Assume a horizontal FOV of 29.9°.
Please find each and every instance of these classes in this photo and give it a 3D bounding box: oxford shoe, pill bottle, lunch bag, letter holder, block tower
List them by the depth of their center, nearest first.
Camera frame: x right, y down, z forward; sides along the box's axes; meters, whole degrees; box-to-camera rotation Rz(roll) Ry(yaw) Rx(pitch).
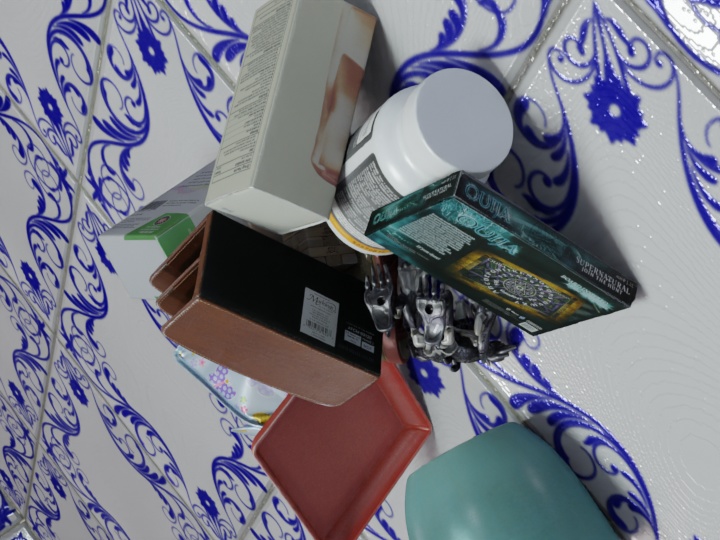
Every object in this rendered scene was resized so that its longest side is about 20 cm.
[{"bbox_3d":[0.048,-0.095,1.199,0.117,0.116,0.200,56,150,1],"label":"pill bottle"},{"bbox_3d":[-0.098,0.055,1.290,0.199,0.101,0.142,26,138,-25],"label":"letter holder"},{"bbox_3d":[-0.053,-0.085,1.347,0.058,0.054,0.202,-30,68,58],"label":"block tower"},{"bbox_3d":[0.000,0.000,1.362,0.074,0.070,0.202,-4,100,21],"label":"oxford shoe"},{"bbox_3d":[-0.091,0.133,1.551,0.200,0.127,0.169,38,-175,25],"label":"lunch bag"}]

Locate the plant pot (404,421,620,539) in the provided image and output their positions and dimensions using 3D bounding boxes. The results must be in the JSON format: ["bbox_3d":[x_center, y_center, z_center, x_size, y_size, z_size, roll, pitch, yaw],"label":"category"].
[{"bbox_3d":[0.136,0.248,1.334,0.162,0.200,0.201,63,152,13],"label":"plant pot"}]

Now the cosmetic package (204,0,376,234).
[{"bbox_3d":[-0.063,-0.145,1.228,0.087,0.201,0.103,22,164,-28],"label":"cosmetic package"}]

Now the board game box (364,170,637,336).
[{"bbox_3d":[0.120,-0.010,1.153,0.199,0.028,0.135,30,152,-24],"label":"board game box"}]

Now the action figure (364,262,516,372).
[{"bbox_3d":[0.082,0.041,1.296,0.118,0.103,0.200,4,168,24],"label":"action figure"}]

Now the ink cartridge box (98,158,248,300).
[{"bbox_3d":[-0.161,-0.054,1.463,0.144,0.200,0.084,2,123,55],"label":"ink cartridge box"}]

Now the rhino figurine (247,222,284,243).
[{"bbox_3d":[-0.077,-0.054,1.397,0.060,0.087,0.201,-8,111,57],"label":"rhino figurine"}]

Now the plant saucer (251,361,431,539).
[{"bbox_3d":[-0.024,0.177,1.439,0.037,0.200,0.200,9,141,43],"label":"plant saucer"}]
